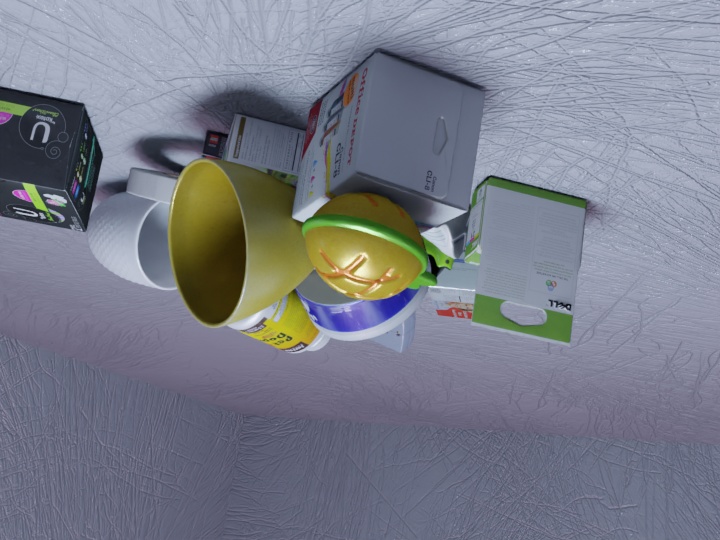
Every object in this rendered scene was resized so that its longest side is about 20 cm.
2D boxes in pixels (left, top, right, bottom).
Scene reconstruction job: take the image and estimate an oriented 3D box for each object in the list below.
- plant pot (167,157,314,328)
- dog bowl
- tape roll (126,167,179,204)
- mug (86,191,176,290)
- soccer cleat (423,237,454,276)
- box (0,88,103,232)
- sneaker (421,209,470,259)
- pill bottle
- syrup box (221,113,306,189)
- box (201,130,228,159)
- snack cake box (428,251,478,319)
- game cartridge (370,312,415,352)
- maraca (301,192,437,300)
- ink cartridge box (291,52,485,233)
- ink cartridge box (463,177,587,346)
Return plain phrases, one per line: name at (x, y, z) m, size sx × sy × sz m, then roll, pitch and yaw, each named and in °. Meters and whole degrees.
plant pot at (-0.132, -0.038, 1.359) m, size 0.140 × 0.204 × 0.199 m, roll -6°, pitch 177°, yaw -37°
dog bowl at (0.000, 0.000, 1.613) m, size 0.197 × 0.202 × 0.079 m, roll 1°, pitch 139°, yaw 29°
tape roll at (-0.235, -0.111, 1.576) m, size 0.199 × 0.038 × 0.203 m, roll 12°, pitch -176°, yaw -1°
mug at (-0.338, -0.048, 1.778) m, size 0.173 × 0.150 × 0.199 m, roll 11°, pitch 171°, yaw 41°
soccer cleat at (0.094, -0.018, 1.732) m, size 0.066 × 0.083 × 0.200 m, roll 15°, pitch 164°, yaw -18°
box at (-0.452, -0.150, 1.530) m, size 0.145 × 0.127 × 0.200 m, roll 10°, pitch 166°, yaw -3°
sneaker at (0.104, -0.079, 1.565) m, size 0.079 × 0.071 × 0.200 m, roll 19°, pitch 167°, yaw 29°
pill bottle at (-0.124, 0.061, 1.689) m, size 0.108 × 0.111 × 0.199 m, roll -1°, pitch 162°, yaw 34°
syrup box at (-0.082, -0.133, 1.437) m, size 0.196 × 0.083 × 0.079 m, roll 12°, pitch 161°, yaw -11°
box at (-0.125, -0.138, 1.533) m, size 0.196 × 0.035 × 0.110 m, roll 12°, pitch 164°, yaw -8°
snack cake box at (0.179, 0.028, 1.870) m, size 0.113 × 0.069 × 0.200 m, roll 5°, pitch 164°, yaw 11°
game cartridge at (0.028, 0.032, 1.774) m, size 0.132 × 0.041 × 0.203 m, roll 25°, pitch 136°, yaw 41°
maraca at (0.012, -0.018, 1.182) m, size 0.135 × 0.109 × 0.200 m, roll 11°, pitch 165°, yaw 23°
ink cartridge box at (0.029, -0.131, 1.253) m, size 0.142 × 0.148 × 0.199 m, roll 16°, pitch 163°, yaw -21°
ink cartridge box at (0.214, -0.006, 1.474) m, size 0.145 × 0.204 × 0.076 m, roll 12°, pitch 165°, yaw -10°
